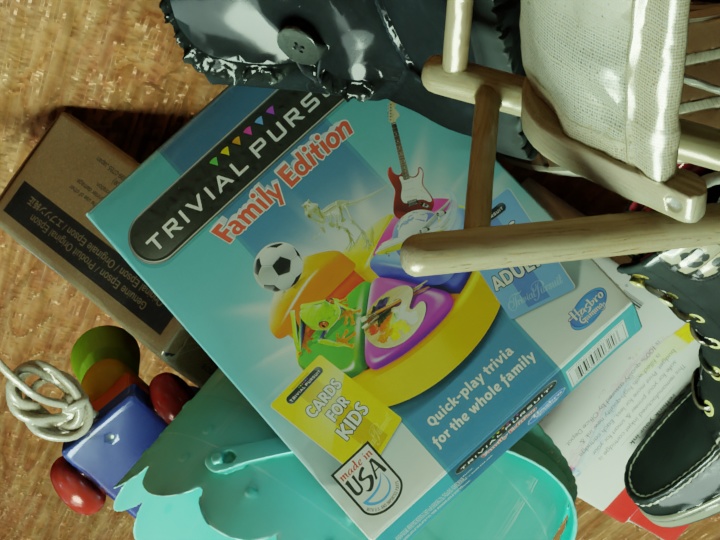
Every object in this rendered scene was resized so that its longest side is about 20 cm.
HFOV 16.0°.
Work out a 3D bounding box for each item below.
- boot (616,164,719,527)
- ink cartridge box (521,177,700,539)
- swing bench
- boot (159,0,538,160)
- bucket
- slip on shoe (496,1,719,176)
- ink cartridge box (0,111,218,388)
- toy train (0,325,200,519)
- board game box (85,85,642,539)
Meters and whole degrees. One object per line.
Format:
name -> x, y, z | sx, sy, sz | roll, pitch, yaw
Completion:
boot -> 0.168, 0.028, 1.248 | 0.153, 0.074, 0.204 | 31, 119, -31
ink cartridge box -> 0.126, 0.052, 1.335 | 0.200, 0.116, 0.067 | 32, -166, -39
swing bench -> 0.120, -0.100, 0.859 | 0.199, 0.130, 0.200 | 5, 131, 2
boot -> -0.007, -0.129, 1.030 | 0.167, 0.077, 0.201 | 15, 150, 16
bucket -> -0.003, 0.112, 1.218 | 0.207, 0.135, 0.207 | 33, 163, 11
slip on shoe -> 0.129, -0.081, 1.090 | 0.199, 0.077, 0.060 | -6, 177, 42
ink cartridge box -> -0.079, 0.019, 1.361 | 0.164, 0.075, 0.200 | 34, 176, 40
toy train -> -0.129, 0.066, 1.326 | 0.085, 0.116, 0.200 | -39, 122, 9
board game box -> 0.000, 0.000, 1.119 | 0.200, 0.151, 0.047 | 47, 177, 19
